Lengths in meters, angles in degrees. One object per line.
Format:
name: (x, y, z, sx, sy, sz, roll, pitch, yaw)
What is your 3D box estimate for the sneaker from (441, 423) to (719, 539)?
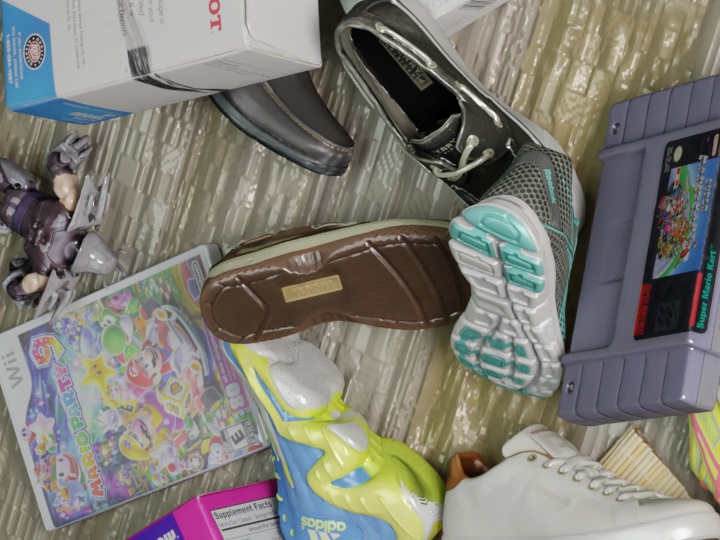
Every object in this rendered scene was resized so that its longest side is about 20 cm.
sneaker: (0.127, 0.135, 1.652, 0.199, 0.073, 0.085, -5, 85, 39)

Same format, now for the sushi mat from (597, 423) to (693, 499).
sushi mat: (0.137, 0.198, 1.702, 0.096, 0.012, 0.200, 48, 114, 18)

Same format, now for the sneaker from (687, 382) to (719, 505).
sneaker: (0.240, 0.124, 1.612, 0.090, 0.078, 0.201, -11, 95, 59)

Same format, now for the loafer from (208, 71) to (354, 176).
loafer: (-0.068, -0.143, 1.770, 0.200, 0.073, 0.072, 46, 110, 19)

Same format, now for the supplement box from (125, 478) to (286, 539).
supplement box: (-0.072, 0.249, 1.778, 0.101, 0.103, 0.201, -34, 75, 28)

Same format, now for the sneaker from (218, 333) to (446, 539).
sneaker: (-0.039, 0.122, 1.765, 0.200, 0.076, 0.105, 45, 114, 19)

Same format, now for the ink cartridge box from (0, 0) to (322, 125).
ink cartridge box: (-0.128, -0.183, 1.724, 0.199, 0.084, 0.145, -10, 78, 34)

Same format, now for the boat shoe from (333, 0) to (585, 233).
boat shoe: (0.056, -0.083, 1.671, 0.200, 0.064, 0.071, 46, 120, -5)

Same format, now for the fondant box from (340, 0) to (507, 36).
fondant box: (0.031, -0.252, 1.712, 0.144, 0.058, 0.201, -30, 77, 29)

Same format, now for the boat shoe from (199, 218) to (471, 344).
boat shoe: (-0.001, -0.006, 1.736, 0.201, 0.075, 0.075, -5, 115, 8)

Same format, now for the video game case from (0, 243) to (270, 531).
video game case: (-0.158, 0.082, 1.865, 0.200, 0.018, 0.144, -23, 82, 30)

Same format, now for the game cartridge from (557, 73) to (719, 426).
game cartridge: (0.175, -0.012, 1.587, 0.130, 0.038, 0.201, -18, 58, 62)

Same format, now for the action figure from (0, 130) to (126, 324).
action figure: (-0.237, -0.047, 1.879, 0.200, 0.069, 0.130, 31, 101, 21)

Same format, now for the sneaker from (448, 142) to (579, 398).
sneaker: (0.104, 0.001, 1.645, 0.077, 0.091, 0.200, 22, 149, 15)
